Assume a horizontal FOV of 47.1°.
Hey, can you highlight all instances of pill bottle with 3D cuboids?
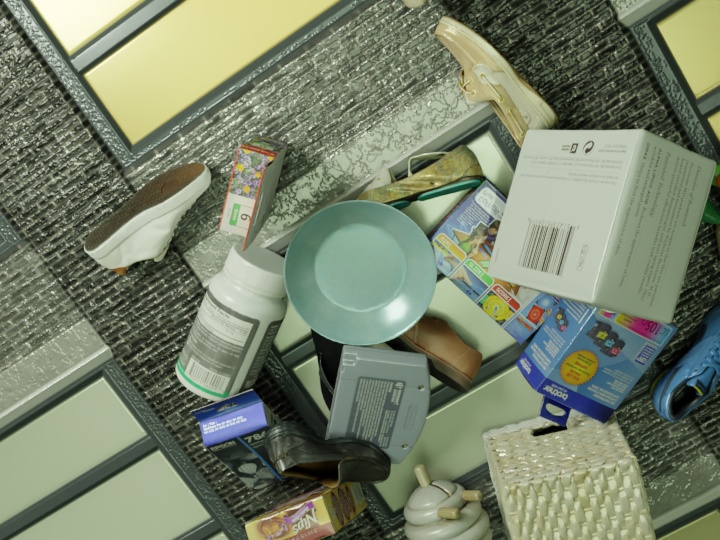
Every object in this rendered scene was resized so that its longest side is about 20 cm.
[{"bbox_3d":[-0.168,0.072,1.134,0.113,0.113,0.200,25,105,-4],"label":"pill bottle"}]

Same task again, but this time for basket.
[{"bbox_3d":[0.293,0.324,1.157,0.198,0.161,0.200,-14,106,6],"label":"basket"}]

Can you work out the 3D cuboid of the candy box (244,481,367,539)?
[{"bbox_3d":[-0.070,0.343,1.159,0.116,0.200,0.057,-23,81,9],"label":"candy box"}]

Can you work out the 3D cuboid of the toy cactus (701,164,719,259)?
[{"bbox_3d":[0.494,-0.084,1.073,0.199,0.102,0.165,-12,115,-2],"label":"toy cactus"}]

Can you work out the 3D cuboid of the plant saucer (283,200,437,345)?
[{"bbox_3d":[0.000,0.000,1.088,0.200,0.039,0.202,1,110,1],"label":"plant saucer"}]

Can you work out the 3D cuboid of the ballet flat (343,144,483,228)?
[{"bbox_3d":[0.062,-0.114,1.100,0.200,0.071,0.071,-19,104,9],"label":"ballet flat"}]

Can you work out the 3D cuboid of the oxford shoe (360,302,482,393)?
[{"bbox_3d":[0.082,0.088,1.161,0.200,0.071,0.071,34,75,-4],"label":"oxford shoe"}]

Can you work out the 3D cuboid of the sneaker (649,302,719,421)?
[{"bbox_3d":[0.480,0.126,1.133,0.066,0.078,0.200,34,103,-5],"label":"sneaker"}]

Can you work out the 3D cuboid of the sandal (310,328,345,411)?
[{"bbox_3d":[-0.030,0.144,1.181,0.076,0.043,0.201,-17,106,7],"label":"sandal"}]

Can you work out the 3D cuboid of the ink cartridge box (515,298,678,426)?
[{"bbox_3d":[0.310,0.117,1.124,0.136,0.076,0.200,25,108,-22],"label":"ink cartridge box"}]

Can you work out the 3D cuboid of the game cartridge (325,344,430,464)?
[{"bbox_3d":[0.026,0.190,1.151,0.133,0.042,0.200,5,126,-9],"label":"game cartridge"}]

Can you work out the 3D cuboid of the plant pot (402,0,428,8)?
[{"bbox_3d":[0.061,-0.419,0.957,0.200,0.201,0.184,-33,113,11],"label":"plant pot"}]

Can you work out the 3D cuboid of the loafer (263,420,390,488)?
[{"bbox_3d":[-0.041,0.270,1.135,0.200,0.072,0.073,18,122,-27],"label":"loafer"}]

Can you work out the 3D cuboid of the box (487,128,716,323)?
[{"bbox_3d":[0.283,-0.058,0.993,0.130,0.199,0.200,15,91,-29],"label":"box"}]

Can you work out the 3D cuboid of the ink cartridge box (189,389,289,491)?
[{"bbox_3d":[-0.152,0.245,1.168,0.099,0.039,0.200,-21,137,10],"label":"ink cartridge box"}]

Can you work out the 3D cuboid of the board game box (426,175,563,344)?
[{"bbox_3d":[0.195,-0.013,1.130,0.200,0.034,0.135,42,103,-9],"label":"board game box"}]

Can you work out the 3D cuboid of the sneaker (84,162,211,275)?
[{"bbox_3d":[-0.276,-0.069,1.135,0.200,0.073,0.085,-35,132,6],"label":"sneaker"}]

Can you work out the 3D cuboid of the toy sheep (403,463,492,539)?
[{"bbox_3d":[0.127,0.372,1.196,0.138,0.138,0.200,-19,91,8],"label":"toy sheep"}]

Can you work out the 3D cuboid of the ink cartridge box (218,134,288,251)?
[{"bbox_3d":[-0.138,-0.102,1.037,0.050,0.200,0.109,16,106,-2],"label":"ink cartridge box"}]

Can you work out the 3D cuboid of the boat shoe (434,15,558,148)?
[{"bbox_3d":[0.162,-0.236,1.049,0.200,0.074,0.069,42,98,-9],"label":"boat shoe"}]
